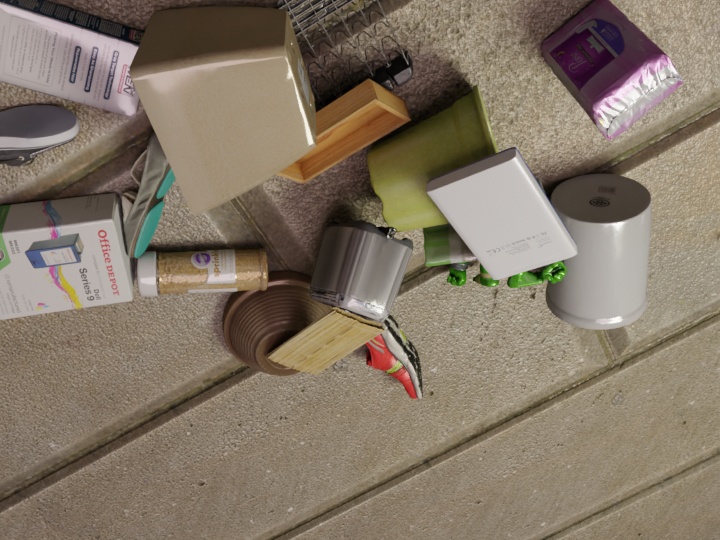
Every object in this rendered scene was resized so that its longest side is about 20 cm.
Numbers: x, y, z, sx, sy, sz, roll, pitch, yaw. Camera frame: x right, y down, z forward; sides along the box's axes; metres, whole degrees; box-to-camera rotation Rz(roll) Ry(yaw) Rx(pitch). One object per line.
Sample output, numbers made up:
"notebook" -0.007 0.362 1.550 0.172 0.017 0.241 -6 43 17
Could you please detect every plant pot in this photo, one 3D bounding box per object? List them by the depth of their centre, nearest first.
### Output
"plant pot" -0.156 -0.223 0.981 0.174 0.201 0.202 -14 127 6
"plant pot" 0.114 -0.143 1.135 0.182 0.202 0.202 -17 127 13
"plant pot" -0.130 0.110 1.298 0.197 0.093 0.203 -6 126 -8

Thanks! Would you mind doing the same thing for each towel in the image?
"towel" 0.191 -0.076 1.187 0.197 0.150 0.031 -10 130 10

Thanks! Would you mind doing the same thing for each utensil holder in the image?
"utensil holder" 0.390 -0.033 1.275 0.167 0.171 0.202 -13 125 -4

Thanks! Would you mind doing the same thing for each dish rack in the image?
"dish rack" -0.024 -0.313 1.056 0.152 0.055 0.201 -29 123 7

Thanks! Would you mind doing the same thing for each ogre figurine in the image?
"ogre figurine" 0.229 -0.035 1.258 0.097 0.199 0.122 -24 110 -36

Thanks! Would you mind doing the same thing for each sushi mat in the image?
"sushi mat" -0.057 0.113 1.202 0.095 0.012 0.199 23 142 -28

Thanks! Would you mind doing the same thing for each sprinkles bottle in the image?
"sprinkles bottle" -0.245 0.002 1.211 0.197 0.069 0.069 -2 125 -12

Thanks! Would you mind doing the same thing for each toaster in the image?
"toaster" 0.000 0.000 1.176 0.112 0.199 0.131 20 85 -24

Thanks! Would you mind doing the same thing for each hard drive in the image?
"hard drive" 0.195 -0.071 1.055 0.131 0.026 0.200 -18 133 30

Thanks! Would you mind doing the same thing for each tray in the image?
"tray" -0.038 -0.191 1.085 0.198 0.038 0.098 -26 162 27

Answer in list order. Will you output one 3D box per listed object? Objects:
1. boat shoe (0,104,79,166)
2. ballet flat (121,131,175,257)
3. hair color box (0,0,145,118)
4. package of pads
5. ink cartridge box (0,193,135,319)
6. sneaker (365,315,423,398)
"boat shoe" -0.474 -0.168 1.045 0.197 0.071 0.067 -13 144 -8
"ballet flat" -0.313 -0.113 1.130 0.063 0.067 0.201 31 115 1
"hair color box" -0.375 -0.278 0.992 0.197 0.061 0.101 13 120 -21
"package of pads" 0.341 -0.282 1.071 0.120 0.201 0.076 -36 130 17
"ink cartridge box" -0.443 -0.022 1.137 0.197 0.088 0.147 -8 125 -10
"sneaker" 0.053 0.157 1.396 0.084 0.077 0.201 -22 120 17
